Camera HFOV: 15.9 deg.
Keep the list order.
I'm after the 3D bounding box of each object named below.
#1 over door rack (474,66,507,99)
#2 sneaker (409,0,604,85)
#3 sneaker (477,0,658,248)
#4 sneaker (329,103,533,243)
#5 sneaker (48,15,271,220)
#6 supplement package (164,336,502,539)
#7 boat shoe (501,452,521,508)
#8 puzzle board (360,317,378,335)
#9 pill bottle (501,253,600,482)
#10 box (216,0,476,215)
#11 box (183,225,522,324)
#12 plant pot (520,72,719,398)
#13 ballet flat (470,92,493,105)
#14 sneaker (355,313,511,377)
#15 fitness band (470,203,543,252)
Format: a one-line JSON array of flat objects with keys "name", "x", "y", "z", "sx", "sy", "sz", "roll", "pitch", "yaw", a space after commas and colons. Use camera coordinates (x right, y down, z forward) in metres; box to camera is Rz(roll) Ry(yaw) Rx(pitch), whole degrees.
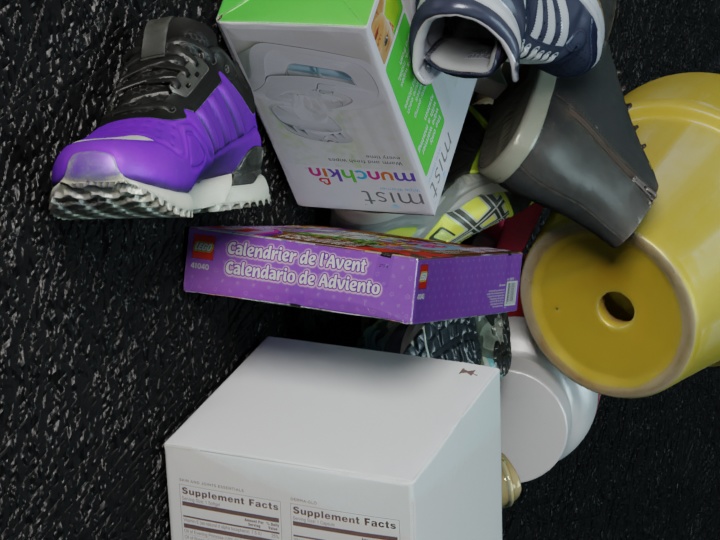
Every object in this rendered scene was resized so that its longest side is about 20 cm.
[{"name": "over door rack", "x": 0.119, "y": -0.215, "z": 1.665, "sx": 0.066, "sy": 0.148, "sz": 0.201, "roll": 26, "pitch": 36, "yaw": -25}, {"name": "sneaker", "x": 0.084, "y": -0.135, "z": 1.487, "sx": 0.200, "sy": 0.070, "sz": 0.109, "roll": 47, "pitch": 46, "yaw": -54}, {"name": "sneaker", "x": 0.146, "y": -0.104, "z": 1.656, "sx": 0.075, "sy": 0.106, "sz": 0.201, "roll": -39, "pitch": -158, "yaw": 47}, {"name": "sneaker", "x": 0.058, "y": -0.051, "z": 1.662, "sx": 0.199, "sy": 0.075, "sz": 0.077, "roll": -13, "pitch": 138, "yaw": -33}, {"name": "sneaker", "x": -0.103, "y": -0.077, "z": 1.289, "sx": 0.200, "sy": 0.069, "sz": 0.100, "roll": -12, "pitch": 100, "yaw": -74}, {"name": "supplement package", "x": -0.011, "y": 0.166, "z": 1.485, "sx": 0.152, "sy": 0.150, "sz": 0.201, "roll": -46, "pitch": 139, "yaw": -58}, {"name": "boat shoe", "x": 0.059, "y": 0.114, "z": 1.654, "sx": 0.201, "sy": 0.063, "sz": 0.074, "roll": -111, "pitch": -169, "yaw": -79}, {"name": "puzzle board", "x": 0.031, "y": 0.089, "z": 1.776, "sx": 0.151, "sy": 0.017, "sz": 0.201, "roll": -53, "pitch": 144, "yaw": -57}, {"name": "pill bottle", "x": 0.118, "y": 0.071, "z": 1.832, "sx": 0.200, "sy": 0.111, "sz": 0.113, "roll": -60, "pitch": 151, "yaw": -66}, {"name": "box", "x": 0.006, "y": -0.163, "z": 1.513, "sx": 0.177, "sy": 0.096, "sz": 0.201, "roll": 67, "pitch": 34, "yaw": -50}, {"name": "box", "x": 0.000, "y": 0.000, "z": 1.483, "sx": 0.200, "sy": 0.136, "sz": 0.039, "roll": -4, "pitch": 100, "yaw": -70}, {"name": "plant pot", "x": 0.205, "y": -0.010, "z": 1.748, "sx": 0.189, "sy": 0.200, "sz": 0.202, "roll": -40, "pitch": 134, "yaw": -51}, {"name": "ballet flat", "x": 0.080, "y": -0.103, "z": 1.775, "sx": 0.200, "sy": 0.073, "sz": 0.074, "roll": -53, "pitch": 144, "yaw": -55}, {"name": "sneaker", "x": 0.036, "y": 0.059, "z": 1.616, "sx": 0.200, "sy": 0.086, "sz": 0.078, "roll": -26, "pitch": 105, "yaw": -72}, {"name": "fitness band", "x": 0.123, "y": -0.075, "z": 1.851, "sx": 0.200, "sy": 0.037, "sz": 0.144, "roll": -64, "pitch": 177, "yaw": -80}]
